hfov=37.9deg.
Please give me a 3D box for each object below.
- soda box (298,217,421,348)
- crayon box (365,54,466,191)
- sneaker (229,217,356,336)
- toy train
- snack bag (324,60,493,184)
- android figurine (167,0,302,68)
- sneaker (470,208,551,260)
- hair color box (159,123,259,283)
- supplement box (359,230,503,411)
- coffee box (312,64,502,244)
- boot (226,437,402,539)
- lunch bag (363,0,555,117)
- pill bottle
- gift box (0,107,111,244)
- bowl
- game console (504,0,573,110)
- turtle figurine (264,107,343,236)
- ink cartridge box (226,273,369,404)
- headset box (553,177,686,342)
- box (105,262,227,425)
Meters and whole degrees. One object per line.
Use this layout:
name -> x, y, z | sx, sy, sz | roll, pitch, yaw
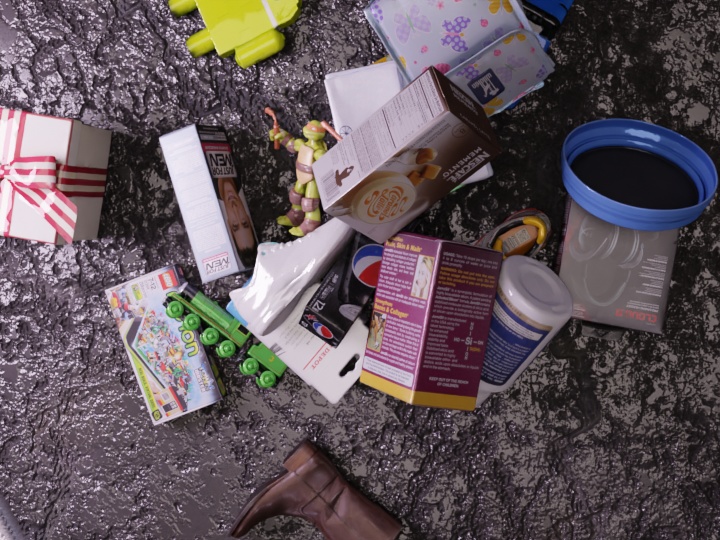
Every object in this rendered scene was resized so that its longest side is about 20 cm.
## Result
soda box -> 0.000, 0.000, 1.382 | 0.063, 0.071, 0.201 | 33, 66, 2
crayon box -> 0.064, -0.188, 1.419 | 0.124, 0.052, 0.202 | -26, 90, 6
sneaker -> -0.091, -0.014, 1.371 | 0.088, 0.075, 0.200 | 44, 91, 11
toy train -> -0.183, 0.089, 1.444 | 0.199, 0.042, 0.057 | 39, 75, -10
snack bag -> 0.066, -0.186, 1.376 | 0.197, 0.021, 0.192 | -13, 89, -2
android figurine -> -0.162, -0.376, 1.440 | 0.198, 0.041, 0.184 | -23, 90, 8
sneaker -> 0.168, -0.014, 1.402 | 0.199, 0.082, 0.078 | -41, 88, 7
hair color box -> -0.199, -0.092, 1.423 | 0.060, 0.099, 0.203 | -16, 91, 17
supplement box -> 0.087, 0.060, 1.314 | 0.102, 0.130, 0.203 | 9, 93, -30
coffee box -> 0.054, -0.135, 1.265 | 0.199, 0.114, 0.081 | -36, 50, 25
boot -> -0.062, 0.364, 1.459 | 0.200, 0.064, 0.187 | 44, 98, -2
lunch bag -> 0.125, -0.281, 1.281 | 0.168, 0.127, 0.201 | -28, 107, 15
pill bottle -> 0.177, 0.086, 1.363 | 0.111, 0.111, 0.201 | 36, 124, 3
gift box -> -0.441, -0.114, 1.408 | 0.181, 0.187, 0.204 | 5, 92, 6
bowl -> 0.351, -0.122, 1.334 | 0.197, 0.202, 0.040 | 11, 131, 5
game console -> 0.158, -0.335, 1.383 | 0.198, 0.171, 0.119 | 30, 131, 3
turtle figurine -> -0.074, -0.136, 1.415 | 0.199, 0.064, 0.164 | 30, 117, 44
ink cartridge box -> -0.071, 0.073, 1.438 | 0.200, 0.067, 0.116 | 42, 95, 3
headset box -> 0.334, -0.010, 1.388 | 0.146, 0.077, 0.203 | 11, 92, 5
box -> -0.273, 0.103, 1.476 | 0.109, 0.035, 0.203 | -21, 90, 6
